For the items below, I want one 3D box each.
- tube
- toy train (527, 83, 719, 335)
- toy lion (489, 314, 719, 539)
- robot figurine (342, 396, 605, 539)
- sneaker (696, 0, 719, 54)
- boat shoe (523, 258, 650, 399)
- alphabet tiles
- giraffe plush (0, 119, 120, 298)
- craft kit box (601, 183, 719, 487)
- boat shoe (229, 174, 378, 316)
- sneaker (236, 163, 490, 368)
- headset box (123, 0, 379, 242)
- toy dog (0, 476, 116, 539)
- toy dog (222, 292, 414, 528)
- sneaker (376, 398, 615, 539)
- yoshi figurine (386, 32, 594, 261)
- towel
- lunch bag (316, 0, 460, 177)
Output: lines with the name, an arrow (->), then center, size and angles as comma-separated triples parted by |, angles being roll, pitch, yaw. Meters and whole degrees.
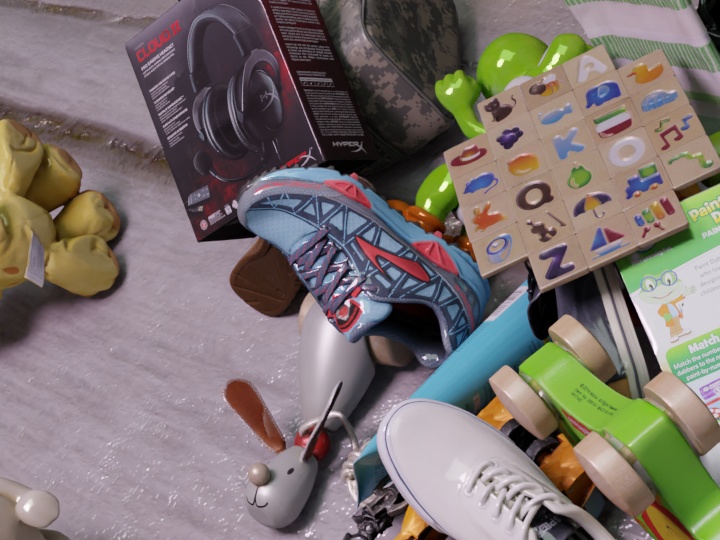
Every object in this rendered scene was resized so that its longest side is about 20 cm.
tube -> 0.066, 0.082, 1.004 | 0.200, 0.078, 0.050 | -40, 61, -20
toy train -> 0.205, -0.067, 1.011 | 0.115, 0.085, 0.201 | -21, 69, 0
toy lion -> 0.175, 0.132, 0.817 | 0.069, 0.192, 0.200 | -40, 20, -5
robot figurine -> 0.075, 0.165, 0.942 | 0.200, 0.058, 0.145 | -45, 41, -11
sneaker -> 0.257, -0.173, 1.031 | 0.074, 0.087, 0.200 | -58, 27, -11
boat shoe -> 0.137, 0.014, 0.967 | 0.062, 0.075, 0.201 | -17, 52, 6
alphabet tiles -> 0.142, -0.072, 0.970 | 0.166, 0.006, 0.200 | -25, 41, 12
giraffe plush -> -0.331, -0.011, 1.323 | 0.162, 0.173, 0.200 | -32, 22, 23
craft kit box -> 0.274, 0.029, 0.881 | 0.199, 0.049, 0.198 | -24, 71, 12
boat shoe -> -0.036, -0.032, 1.154 | 0.072, 0.072, 0.200 | -52, 4, -36
sneaker -> 0.000, 0.000, 1.029 | 0.079, 0.199, 0.096 | -52, 15, 48
headset box -> -0.092, -0.144, 1.168 | 0.149, 0.077, 0.201 | -28, 78, 34
toy dog -> -0.288, 0.202, 1.051 | 0.193, 0.200, 0.140 | 1, 52, 35
toy dog -> -0.033, 0.078, 1.070 | 0.131, 0.096, 0.201 | -15, 45, 24
sneaker -> 0.095, 0.142, 0.858 | 0.200, 0.071, 0.073 | 38, 71, 9
yoshi figurine -> 0.098, -0.098, 1.112 | 0.112, 0.112, 0.200 | 37, 97, 8
towel -> 0.197, -0.167, 1.037 | 0.023, 0.200, 0.152 | -37, 22, -11
lunch bag -> -0.015, -0.174, 1.274 | 0.167, 0.139, 0.201 | -33, 37, 30
